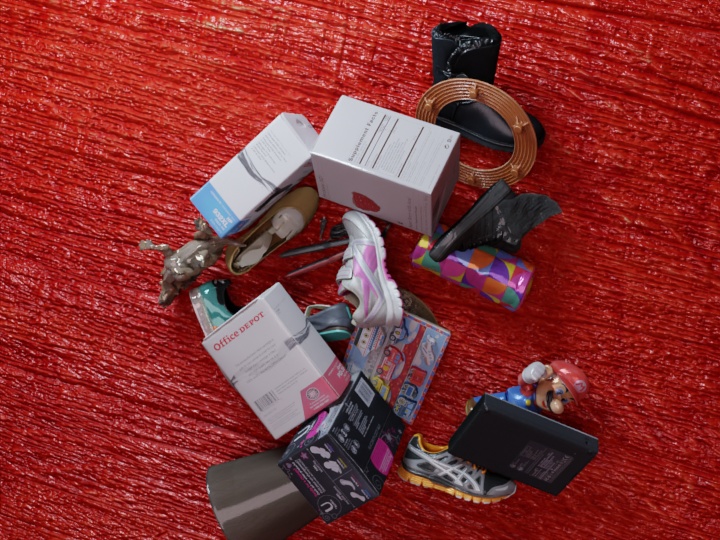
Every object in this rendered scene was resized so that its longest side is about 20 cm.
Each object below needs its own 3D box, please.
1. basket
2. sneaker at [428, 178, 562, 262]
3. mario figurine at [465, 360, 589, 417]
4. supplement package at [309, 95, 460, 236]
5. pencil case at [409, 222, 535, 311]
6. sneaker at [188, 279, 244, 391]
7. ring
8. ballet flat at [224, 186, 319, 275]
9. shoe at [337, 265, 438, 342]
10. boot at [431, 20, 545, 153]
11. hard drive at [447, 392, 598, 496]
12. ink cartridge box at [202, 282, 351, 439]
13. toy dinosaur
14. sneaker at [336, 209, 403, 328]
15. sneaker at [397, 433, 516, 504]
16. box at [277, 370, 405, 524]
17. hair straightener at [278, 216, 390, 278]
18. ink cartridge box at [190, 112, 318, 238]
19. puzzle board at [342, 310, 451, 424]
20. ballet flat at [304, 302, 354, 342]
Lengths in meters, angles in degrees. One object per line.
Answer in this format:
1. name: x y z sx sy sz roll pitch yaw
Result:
1. basket: -0.134 0.372 1.451 0.198 0.136 0.182 -27 99 10
2. sneaker: 0.204 -0.059 1.299 0.200 0.060 0.104 -45 94 -10
3. mario figurine: 0.268 0.214 1.349 0.198 0.123 0.107 -27 67 19
4. supplement package: 0.040 -0.159 1.305 0.198 0.122 0.121 20 65 16
5. pencil case: 0.176 -0.010 1.355 0.198 0.088 0.089 25 103 9
6. sneaker: -0.218 0.111 1.457 0.079 0.071 0.202 -23 104 -2
7. ring: 0.171 -0.200 1.292 0.198 0.019 0.202 21 142 17
8. ballet flat: -0.144 -0.058 1.418 0.199 0.063 0.069 -39 117 17
9. shoe: 0.047 0.053 1.407 0.199 0.053 0.070 38 87 -5
10. boot: 0.192 -0.274 1.273 0.197 0.077 0.169 19 141 13
11. hard drive: 0.254 0.279 1.353 0.198 0.033 0.140 22 131 -6
12. ink cartridge box: -0.133 0.143 1.367 0.146 0.083 0.201 -35 95 24
13. toy dinosaur: -0.275 -0.021 1.428 0.198 0.135 0.087 -25 75 8
14. sneaker: 0.000 0.000 1.330 0.087 0.082 0.203 -15 70 -9
15. sneaker: 0.162 0.328 1.412 0.197 0.078 0.079 12 92 9
16. box: -0.027 0.277 1.362 0.114 0.200 0.133 -36 98 24
17. hair straightener: -0.045 -0.053 1.412 0.197 0.041 0.078 -19 95 13
18. ink cartridge box: -0.155 -0.153 1.367 0.199 0.145 0.084 -40 90 14
19. puzzle board: 0.048 0.150 1.403 0.149 0.017 0.202 24 122 7
20. ballet flat: -0.095 0.097 1.433 0.198 0.073 0.074 -18 95 29
